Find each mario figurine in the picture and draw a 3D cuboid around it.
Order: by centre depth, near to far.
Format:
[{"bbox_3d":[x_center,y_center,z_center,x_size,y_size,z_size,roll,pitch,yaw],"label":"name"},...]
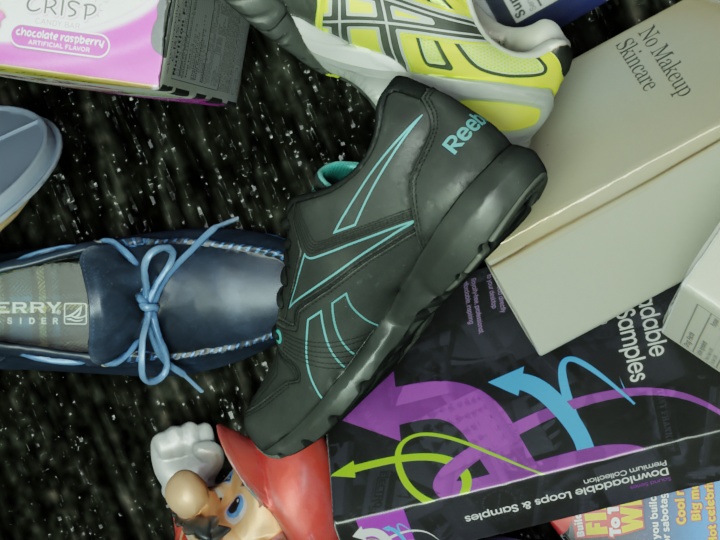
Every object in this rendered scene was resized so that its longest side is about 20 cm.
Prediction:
[{"bbox_3d":[-0.090,0.142,1.115,0.123,0.106,0.200,43,103,22],"label":"mario figurine"}]

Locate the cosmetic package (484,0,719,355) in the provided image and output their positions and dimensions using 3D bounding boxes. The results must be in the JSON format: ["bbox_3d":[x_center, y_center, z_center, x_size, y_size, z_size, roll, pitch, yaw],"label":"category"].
[{"bbox_3d":[0.142,-0.057,1.078,0.199,0.104,0.073,-30,126,4],"label":"cosmetic package"}]

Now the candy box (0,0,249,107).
[{"bbox_3d":[-0.131,-0.113,1.071,0.135,0.200,0.061,9,92,7],"label":"candy box"}]

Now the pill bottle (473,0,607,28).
[{"bbox_3d":[0.075,-0.167,1.089,0.199,0.116,0.116,-29,88,7],"label":"pill bottle"}]

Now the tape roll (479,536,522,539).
[{"bbox_3d":[0.047,0.223,1.052,0.085,0.200,0.201,-10,90,-28],"label":"tape roll"}]

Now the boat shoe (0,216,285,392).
[{"bbox_3d":[-0.120,0.024,1.138,0.199,0.069,0.085,-10,90,7],"label":"boat shoe"}]

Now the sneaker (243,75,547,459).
[{"bbox_3d":[0.000,0.000,1.025,0.079,0.075,0.200,41,123,4],"label":"sneaker"}]

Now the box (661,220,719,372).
[{"bbox_3d":[0.228,0.040,0.976,0.200,0.095,0.078,35,80,8],"label":"box"}]

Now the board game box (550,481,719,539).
[{"bbox_3d":[0.169,0.126,1.111,0.199,0.062,0.201,-4,91,7],"label":"board game box"}]

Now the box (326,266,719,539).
[{"bbox_3d":[0.081,0.051,1.087,0.199,0.143,0.036,-13,131,6],"label":"box"}]

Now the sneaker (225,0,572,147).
[{"bbox_3d":[0.002,-0.121,1.015,0.200,0.076,0.076,34,107,-21],"label":"sneaker"}]

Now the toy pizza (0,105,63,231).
[{"bbox_3d":[-0.227,-0.018,1.097,0.199,0.200,0.032,-17,114,7],"label":"toy pizza"}]
